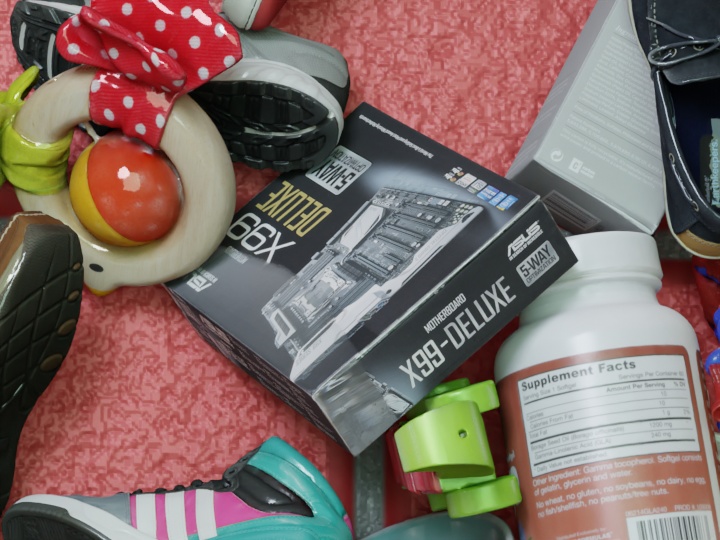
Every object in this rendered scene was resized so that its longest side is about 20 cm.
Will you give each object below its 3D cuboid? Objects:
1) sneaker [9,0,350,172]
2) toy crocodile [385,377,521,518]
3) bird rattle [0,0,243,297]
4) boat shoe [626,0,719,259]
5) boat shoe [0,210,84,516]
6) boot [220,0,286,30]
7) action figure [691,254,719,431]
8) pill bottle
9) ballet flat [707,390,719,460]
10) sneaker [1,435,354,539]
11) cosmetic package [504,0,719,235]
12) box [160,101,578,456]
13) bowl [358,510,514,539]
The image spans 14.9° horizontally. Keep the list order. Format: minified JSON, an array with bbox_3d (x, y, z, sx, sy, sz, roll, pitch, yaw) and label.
[{"bbox_3d":[-0.100,-0.114,1.543,0.199,0.074,0.079,16,41,6],"label":"sneaker"},{"bbox_3d":[0.041,0.095,1.452,0.062,0.200,0.068,-13,89,-7],"label":"toy crocodile"},{"bbox_3d":[-0.132,-0.070,1.487,0.200,0.113,0.163,-27,110,23],"label":"bird rattle"},{"bbox_3d":[0.186,-0.108,1.464,0.074,0.062,0.201,-4,82,-7],"label":"boat shoe"},{"bbox_3d":[-0.214,0.058,1.469,0.074,0.076,0.201,30,105,27],"label":"boat shoe"},{"bbox_3d":[0.018,-0.191,1.546,0.144,0.072,0.200,32,63,-3],"label":"boot"},{"bbox_3d":[0.208,0.036,1.499,0.052,0.200,0.066,-16,118,9],"label":"action figure"},{"bbox_3d":[0.131,0.087,1.455,0.112,0.112,0.201,-6,76,-7],"label":"pill bottle"},{"bbox_3d":[0.199,0.099,1.540,0.199,0.069,0.070,18,80,0],"label":"ballet flat"},{"bbox_3d":[-0.086,0.137,1.495,0.199,0.084,0.121,13,35,27],"label":"sneaker"},{"bbox_3d":[0.164,-0.119,1.547,0.090,0.107,0.200,32,81,-2],"label":"cosmetic package"},{"bbox_3d":[0.000,0.000,1.469,0.158,0.200,0.050,-40,121,-10],"label":"box"},{"bbox_3d":[0.017,0.226,1.448,0.200,0.201,0.105,-34,105,-10],"label":"bowl"}]
